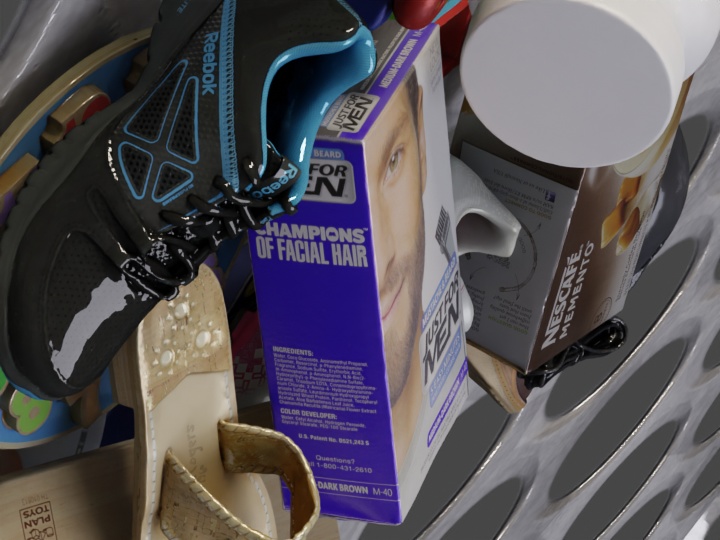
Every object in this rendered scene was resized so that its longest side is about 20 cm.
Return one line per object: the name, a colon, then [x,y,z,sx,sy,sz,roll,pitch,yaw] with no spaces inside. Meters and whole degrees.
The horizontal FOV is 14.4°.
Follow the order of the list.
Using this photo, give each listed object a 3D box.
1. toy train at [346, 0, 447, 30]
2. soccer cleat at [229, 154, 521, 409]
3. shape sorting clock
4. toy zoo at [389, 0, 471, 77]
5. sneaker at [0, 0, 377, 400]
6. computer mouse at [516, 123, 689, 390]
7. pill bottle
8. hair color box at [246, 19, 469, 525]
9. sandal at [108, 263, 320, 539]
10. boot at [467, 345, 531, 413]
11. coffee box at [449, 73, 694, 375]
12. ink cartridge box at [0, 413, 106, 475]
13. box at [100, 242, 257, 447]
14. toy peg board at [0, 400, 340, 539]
toy train: [0.047,-0.202,1.174,0.200,0.085,0.116,-59,172,28]
soccer cleat: [0.002,0.021,1.390,0.200,0.086,0.070,-49,169,-25]
shape sorting clock: [-0.105,-0.012,1.190,0.200,0.039,0.200,-35,141,-34]
toy zoo: [0.052,-0.145,1.405,0.200,0.020,0.131,-40,161,-32]
sneaker: [-0.071,-0.033,1.110,0.200,0.082,0.073,-59,145,-5]
computer mouse: [0.174,-0.015,1.791,0.140,0.046,0.200,-22,138,-62]
pill bottle: [0.111,-0.146,1.271,0.116,0.116,0.200,112,-1,-48]
hair color box: [0.000,0.000,1.268,0.109,0.065,0.200,-59,148,-52]
sandal: [-0.052,0.094,1.206,0.078,0.070,0.212,-35,128,-35]
boot: [0.122,0.002,1.822,0.166,0.072,0.200,-47,160,-4]
coffee box: [0.105,-0.063,1.474,0.114,0.080,0.200,-27,139,-52]
ink cartridge box: [-0.147,0.064,1.293,0.200,0.050,0.162,-48,164,5]
box: [-0.080,0.046,1.438,0.200,0.032,0.121,-57,170,28]
toy peg board: [-0.106,0.176,1.304,0.098,0.200,0.200,-7,-175,44]
